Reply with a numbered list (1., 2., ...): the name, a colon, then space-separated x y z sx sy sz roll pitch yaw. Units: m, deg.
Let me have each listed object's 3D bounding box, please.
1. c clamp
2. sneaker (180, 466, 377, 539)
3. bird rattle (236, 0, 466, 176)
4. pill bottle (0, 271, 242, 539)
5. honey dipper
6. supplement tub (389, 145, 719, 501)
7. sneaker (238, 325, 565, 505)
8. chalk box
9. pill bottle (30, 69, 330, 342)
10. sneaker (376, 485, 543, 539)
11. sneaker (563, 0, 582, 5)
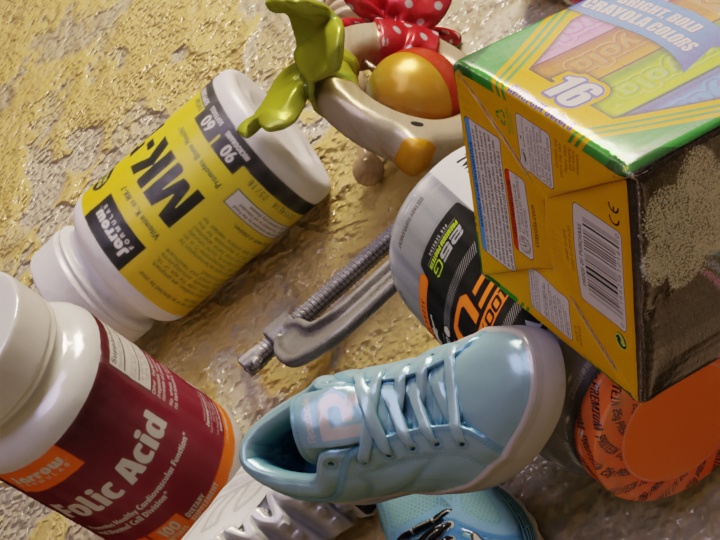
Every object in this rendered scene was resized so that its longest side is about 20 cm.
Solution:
1. c clamp: 0.000 0.000 0.906 0.200 0.027 0.171 -41 10 -3
2. sneaker: -0.055 0.147 0.856 0.200 0.075 0.081 -43 26 4
3. bird rattle: 0.018 -0.124 0.958 0.163 0.200 0.113 40 124 19
4. pill bottle: -0.174 0.091 0.896 0.114 0.200 0.115 -24 46 27
5. honey dipper: -0.004 -0.140 1.052 0.038 0.038 0.201 -27 46 24
6. supplement tub: 0.108 0.022 0.755 0.123 0.123 0.200 -46 40 3
7. sneaker: 0.012 0.078 0.704 0.200 0.082 0.074 -33 61 46
8. chalk box: 0.160 -0.059 0.642 0.200 0.125 0.124 -27 39 -20
9. pill bottle: -0.129 -0.037 1.026 0.200 0.114 0.114 -40 41 11
10. sneaker: 0.052 0.153 0.727 0.078 0.090 0.200 -43 36 7
11. sneaker: 0.152 -0.272 0.984 0.087 0.074 0.200 16 76 41
